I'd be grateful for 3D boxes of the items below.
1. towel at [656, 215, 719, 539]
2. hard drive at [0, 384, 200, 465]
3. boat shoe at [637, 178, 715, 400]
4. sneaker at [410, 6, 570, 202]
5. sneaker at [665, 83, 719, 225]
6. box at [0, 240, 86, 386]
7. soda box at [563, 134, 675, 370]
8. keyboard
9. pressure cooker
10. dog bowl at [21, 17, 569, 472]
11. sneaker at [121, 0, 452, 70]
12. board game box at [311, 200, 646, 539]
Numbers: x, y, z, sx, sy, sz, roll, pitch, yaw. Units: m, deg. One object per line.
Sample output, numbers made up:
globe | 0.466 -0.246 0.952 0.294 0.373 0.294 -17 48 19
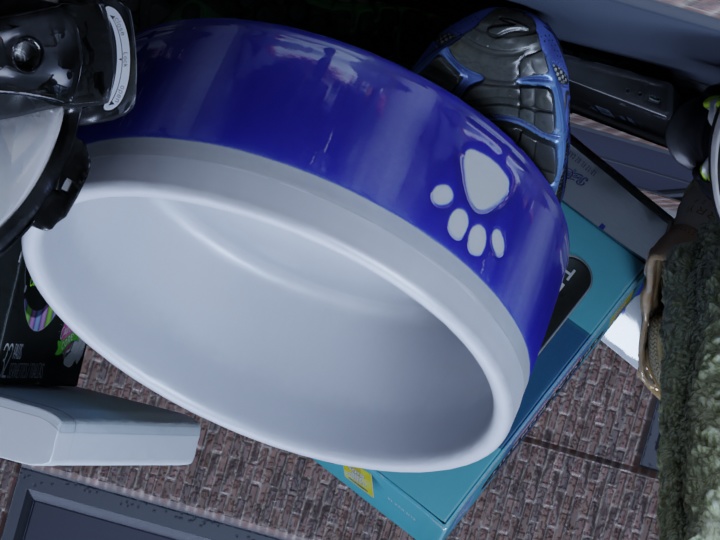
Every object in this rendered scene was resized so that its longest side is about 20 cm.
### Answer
towel | 0.168 0.074 1.029 0.148 0.036 0.200 36 -145 -17
hard drive | -0.163 0.062 1.269 0.131 0.027 0.200 13 179 14
boat shoe | 0.145 0.030 1.207 0.071 0.065 0.200 34 156 27
sneaker | 0.050 -0.051 1.115 0.075 0.079 0.200 19 154 6
sneaker | 0.144 -0.035 1.029 0.083 0.072 0.200 17 -179 23
box | -0.176 -0.059 1.267 0.124 0.201 0.149 14 179 9
soda box | 0.117 -0.006 1.316 0.200 0.063 0.068 39 -172 -10
keyboard | 0.130 -0.067 1.206 0.127 0.021 0.200 22 -178 10
pressure cooker | -0.185 -0.070 0.985 0.179 0.176 0.200 45 169 -15
dog bowl | -0.024 -0.006 1.077 0.199 0.079 0.200 18 154 9
sneaker | -0.028 -0.090 1.160 0.200 0.078 0.085 26 -178 -32
board game box | 0.000 0.000 1.220 0.200 0.151 0.047 38 162 7
